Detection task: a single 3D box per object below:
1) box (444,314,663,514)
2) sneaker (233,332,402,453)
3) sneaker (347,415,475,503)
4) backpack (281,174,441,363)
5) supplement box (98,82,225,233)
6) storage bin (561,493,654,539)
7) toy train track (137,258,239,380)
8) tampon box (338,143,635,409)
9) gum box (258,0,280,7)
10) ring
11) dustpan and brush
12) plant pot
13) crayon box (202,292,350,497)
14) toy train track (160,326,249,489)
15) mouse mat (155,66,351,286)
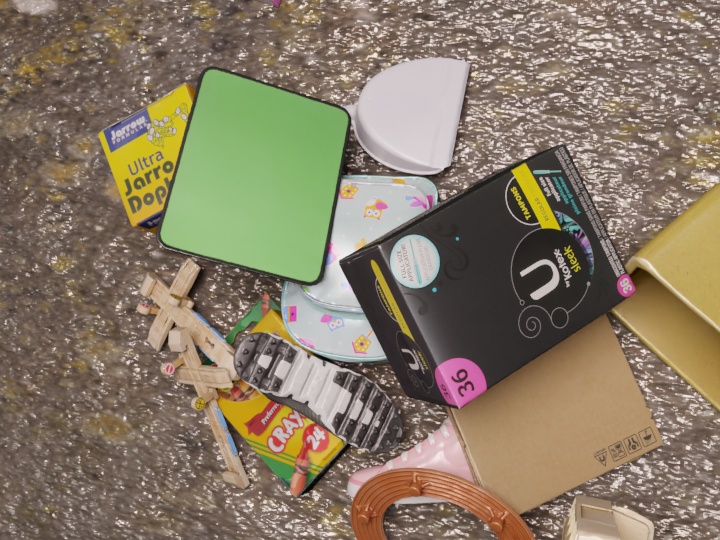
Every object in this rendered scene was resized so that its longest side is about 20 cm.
[{"bbox_3d":[0.190,0.138,0.778,0.198,0.021,0.165,-21,81,-13],"label":"box"},{"bbox_3d":[-0.045,0.125,0.806,0.199,0.090,0.067,30,79,-11],"label":"sneaker"},{"bbox_3d":[0.083,0.192,0.815,0.197,0.075,0.106,-4,81,11],"label":"sneaker"},{"bbox_3d":[0.000,0.000,0.814,0.173,0.153,0.203,4,88,3],"label":"backpack"},{"bbox_3d":[-0.174,-0.103,0.844,0.108,0.200,0.111,-26,78,10],"label":"supplement box"},{"bbox_3d":[0.223,0.327,0.700,0.092,0.200,0.202,7,86,17],"label":"storage bin"},{"bbox_3d":[-0.203,0.060,0.882,0.199,0.032,0.116,36,102,34],"label":"toy train track"},{"bbox_3d":[0.109,0.005,0.693,0.199,0.126,0.151,-30,94,-17],"label":"tampon box"},{"bbox_3d":[-0.132,-0.399,0.864,0.065,0.200,0.115,22,91,15],"label":"gum box"},{"bbox_3d":[0.080,0.278,0.771,0.198,0.019,0.203,13,126,18],"label":"ring"},{"bbox_3d":[0.017,-0.184,0.887,0.197,0.057,0.141,11,76,8],"label":"dustpan and brush"},{"bbox_3d":[0.372,0.004,0.709,0.195,0.194,0.200,43,86,14],"label":"plant pot"},{"bbox_3d":[-0.091,0.137,0.875,0.200,0.051,0.127,44,96,15],"label":"crayon box"},{"bbox_3d":[-0.175,0.161,0.858,0.114,0.032,0.202,-3,112,45],"label":"toy train track"},{"bbox_3d":[-0.096,-0.093,0.738,0.159,0.008,0.203,15,68,-12],"label":"mouse mat"}]
